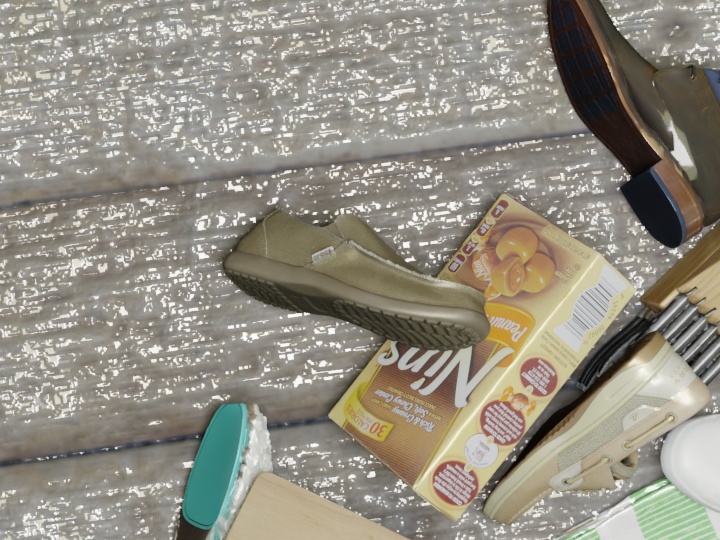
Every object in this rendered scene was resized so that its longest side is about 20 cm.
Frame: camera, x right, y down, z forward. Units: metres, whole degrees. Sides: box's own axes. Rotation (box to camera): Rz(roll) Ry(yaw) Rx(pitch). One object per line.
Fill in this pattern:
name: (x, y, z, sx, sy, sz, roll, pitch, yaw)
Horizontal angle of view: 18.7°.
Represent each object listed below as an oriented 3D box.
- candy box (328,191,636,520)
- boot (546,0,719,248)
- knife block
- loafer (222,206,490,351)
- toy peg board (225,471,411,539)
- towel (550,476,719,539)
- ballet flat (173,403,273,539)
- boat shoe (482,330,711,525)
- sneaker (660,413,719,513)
candy box: (0.081, 0.056, 1.486, 0.200, 0.115, 0.055, -51, 129, -3)
boot: (0.208, -0.125, 1.529, 0.097, 0.075, 0.201, -28, 95, -21)
knife block: (0.242, 0.023, 1.539, 0.064, 0.175, 0.200, 47, 42, -6)
loafer: (0.000, 0.000, 1.470, 0.199, 0.076, 0.068, 15, 75, 24)
toy peg board: (-0.015, 0.271, 1.454, 0.199, 0.098, 0.200, 24, 79, 16)
towel: (0.199, 0.239, 1.552, 0.199, 0.023, 0.153, -29, 95, -4)
ballet flat: (-0.096, 0.188, 1.510, 0.071, 0.072, 0.201, 19, 92, -6)
boat shoe: (0.156, 0.122, 1.477, 0.065, 0.072, 0.200, 43, 126, 1)
sneaker: (0.310, 0.143, 1.518, 0.199, 0.085, 0.073, 15, 79, -12)
